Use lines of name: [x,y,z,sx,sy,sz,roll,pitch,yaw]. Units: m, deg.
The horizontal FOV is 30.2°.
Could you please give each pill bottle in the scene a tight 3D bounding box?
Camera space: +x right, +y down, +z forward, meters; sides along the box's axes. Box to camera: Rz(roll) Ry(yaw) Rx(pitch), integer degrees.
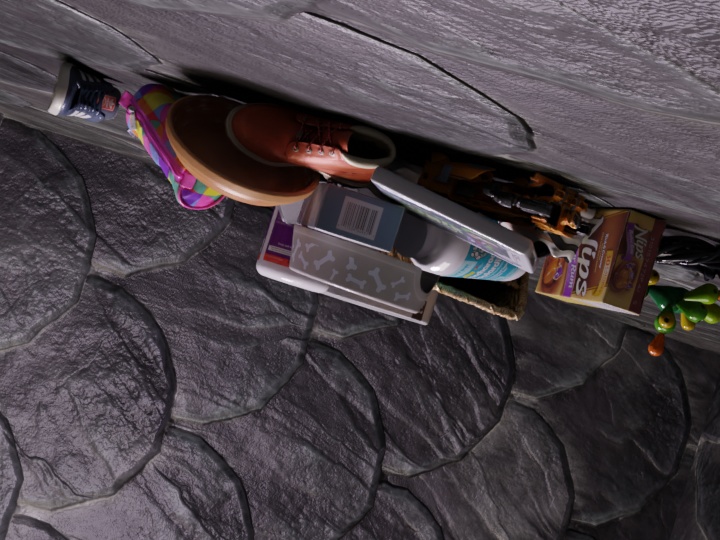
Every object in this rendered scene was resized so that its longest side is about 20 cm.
pill bottle: [-0.072,-0.075,1.924,0.112,0.200,0.112,17,179,0]
pill bottle: [0.138,-0.045,1.801,0.200,0.111,0.111,4,-173,-41]

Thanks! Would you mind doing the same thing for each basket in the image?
basket: [0.152,-0.031,1.928,0.200,0.143,0.149,22,-177,-25]

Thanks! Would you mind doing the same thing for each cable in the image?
cable: [0.398,-0.015,1.680,0.163,0.051,0.200,18,178,-18]

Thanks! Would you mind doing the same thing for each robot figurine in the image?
robot figurine: [0.171,-0.086,1.537,0.200,0.058,0.145,17,179,39]

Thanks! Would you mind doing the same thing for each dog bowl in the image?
dog bowl: [0.000,0.000,1.698,0.200,0.059,0.200,20,180,0]

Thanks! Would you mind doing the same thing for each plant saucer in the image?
plant saucer: [-0.145,-0.140,1.613,0.200,0.037,0.200,23,-150,-14]

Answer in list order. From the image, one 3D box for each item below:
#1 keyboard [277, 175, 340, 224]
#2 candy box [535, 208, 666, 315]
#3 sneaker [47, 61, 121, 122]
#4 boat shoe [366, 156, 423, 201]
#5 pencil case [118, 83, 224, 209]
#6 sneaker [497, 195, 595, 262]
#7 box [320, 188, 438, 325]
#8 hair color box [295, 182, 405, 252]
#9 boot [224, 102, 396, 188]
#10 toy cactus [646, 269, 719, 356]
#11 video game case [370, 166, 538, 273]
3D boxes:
keyboard: [-0.068,-0.129,1.784,0.104,0.040,0.200,-1,151,5]
candy box: [0.292,-0.015,1.639,0.056,0.117,0.200,17,178,-17]
sneaker: [-0.379,-0.243,1.857,0.084,0.075,0.200,19,-172,-6]
boat shoe: [0.036,-0.121,1.738,0.069,0.072,0.200,41,-166,15]
pencil case: [-0.235,-0.160,1.698,0.088,0.088,0.200,19,-158,-45]
sneaker: [0.205,-0.061,1.675,0.074,0.080,0.200,16,-179,-33]
box: [0.027,-0.041,2.059,0.200,0.199,0.131,18,178,-19]
hair color box: [-0.016,-0.069,1.678,0.099,0.061,0.200,18,180,-10]
boot: [-0.055,-0.155,1.554,0.200,0.075,0.107,15,170,-17]
toy cactus: [0.380,0.038,1.709,0.200,0.102,0.165,1,-160,-36]
video game case: [0.116,-0.057,1.588,0.200,0.023,0.182,27,178,12]
